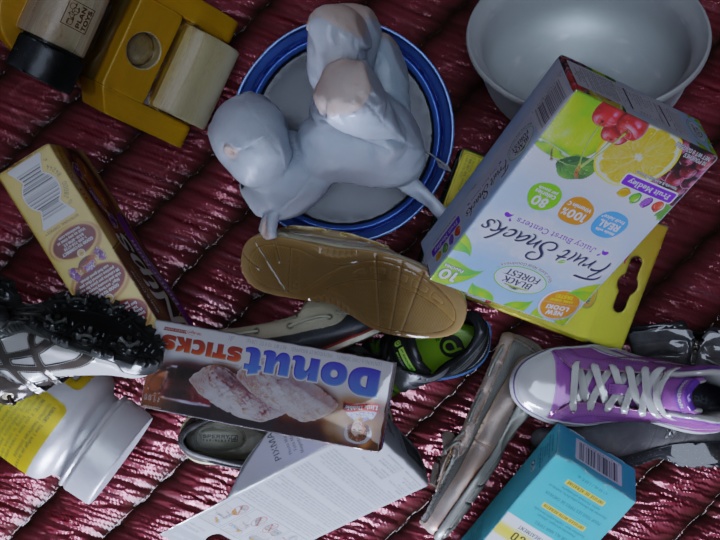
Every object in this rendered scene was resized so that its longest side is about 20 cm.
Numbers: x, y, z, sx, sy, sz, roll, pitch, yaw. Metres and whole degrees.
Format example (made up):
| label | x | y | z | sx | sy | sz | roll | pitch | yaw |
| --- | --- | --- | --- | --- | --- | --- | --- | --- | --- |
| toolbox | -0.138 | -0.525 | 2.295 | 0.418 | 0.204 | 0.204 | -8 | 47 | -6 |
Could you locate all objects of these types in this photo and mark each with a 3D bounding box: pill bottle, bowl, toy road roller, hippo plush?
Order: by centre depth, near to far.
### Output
| label | x | y | z | sx | sy | sz | roll | pitch | yaw |
| --- | --- | --- | --- | --- | --- | --- | --- | --- | --- |
| hippo plush | -0.036 | -0.120 | 0.880 | 0.160 | 0.160 | 0.200 | -22 | 136 | 19 |
| bowl | 0.192 | -0.173 | 0.900 | 0.200 | 0.091 | 0.202 | -4 | 52 | 5 |
| toy road roller | -0.222 | -0.207 | 0.919 | 0.200 | 0.146 | 0.123 | 23 | 94 | -39 |
| pill bottle | -0.293 | 0.111 | 0.927 | 0.200 | 0.114 | 0.114 | 36 | 93 | -2 |
| bowl | -0.016 | -0.125 | 0.949 | 0.200 | 0.039 | 0.202 | 0 | 93 | 0 |

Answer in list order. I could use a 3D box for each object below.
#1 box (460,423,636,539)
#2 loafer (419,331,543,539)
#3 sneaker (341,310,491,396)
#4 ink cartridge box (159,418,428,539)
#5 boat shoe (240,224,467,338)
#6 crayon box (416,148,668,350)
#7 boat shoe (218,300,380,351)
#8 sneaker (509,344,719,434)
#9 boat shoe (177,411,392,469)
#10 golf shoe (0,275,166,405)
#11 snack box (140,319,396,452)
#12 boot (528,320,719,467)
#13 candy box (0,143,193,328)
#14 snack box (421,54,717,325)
| label | x | y | z | sx | sy | sz | roll | pitch | yaw |
| --- | --- | --- | --- | --- | --- | --- | --- | --- | --- |
| box | 0.153 | 0.235 | 0.928 | 0.082 | 0.049 | 0.200 | 31 | 118 | -2 |
| loafer | 0.107 | 0.150 | 0.959 | 0.063 | 0.072 | 0.200 | 34 | 87 | 15 |
| sneaker | 0.025 | 0.082 | 0.924 | 0.199 | 0.083 | 0.071 | -21 | 67 | -11 |
| ink cartridge box | -0.056 | 0.188 | 0.916 | 0.199 | 0.163 | 0.057 | -25 | 55 | 9 |
| boat shoe | 0.000 | 0.000 | 0.901 | 0.199 | 0.069 | 0.074 | 18 | 115 | 10 |
| crayon box | 0.161 | -0.017 | 0.949 | 0.199 | 0.051 | 0.127 | 21 | 94 | -1 |
| boat shoe | -0.043 | 0.050 | 0.947 | 0.199 | 0.071 | 0.063 | -22 | 85 | 1 |
| sneaker | 0.230 | 0.096 | 0.874 | 0.200 | 0.114 | 0.073 | 3 | 81 | 1 |
| boat shoe | -0.068 | 0.153 | 0.953 | 0.199 | 0.065 | 0.074 | -8 | 92 | -1 |
| golf shoe | -0.253 | 0.066 | 0.842 | 0.199 | 0.078 | 0.095 | 13 | 115 | 8 |
| snack box | -0.074 | 0.091 | 0.834 | 0.199 | 0.024 | 0.072 | 9 | 86 | 11 |
| boot | 0.250 | 0.113 | 0.959 | 0.199 | 0.070 | 0.132 | 0 | 87 | -7 |
| candy box | -0.226 | -0.010 | 0.918 | 0.056 | 0.117 | 0.200 | -33 | 93 | 2 |
| snack box | 0.160 | -0.055 | 0.827 | 0.142 | 0.053 | 0.200 | 20 | 127 | -23 |
